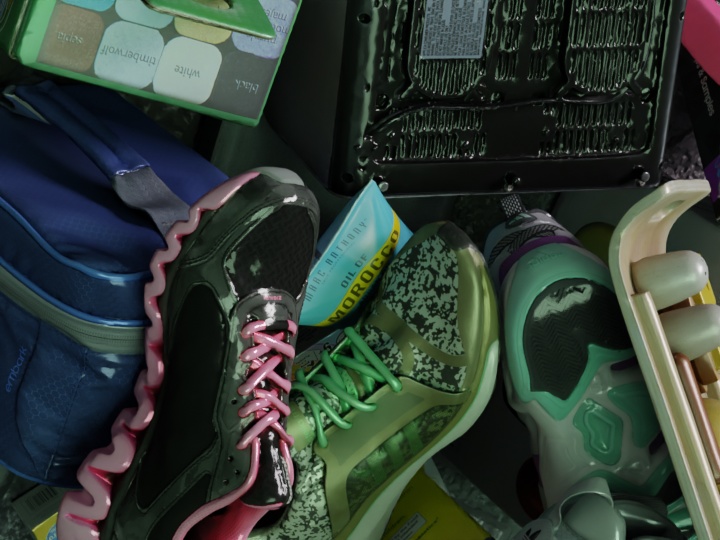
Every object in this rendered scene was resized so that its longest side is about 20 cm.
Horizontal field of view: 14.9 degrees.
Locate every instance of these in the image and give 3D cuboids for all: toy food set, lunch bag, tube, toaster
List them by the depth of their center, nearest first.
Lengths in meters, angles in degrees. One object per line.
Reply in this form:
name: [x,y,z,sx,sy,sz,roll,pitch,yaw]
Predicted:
toy food set: [0.172,0.056,1.230,0.060,0.143,0.200,-18,88,14]
lunch bag: [-0.132,-0.010,1.251,0.136,0.200,0.133,-9,126,-43]
tube: [0.000,0.000,1.288,0.050,0.200,0.078,31,91,12]
toaster: [0.055,-0.139,1.294,0.180,0.119,0.201,-4,112,-25]

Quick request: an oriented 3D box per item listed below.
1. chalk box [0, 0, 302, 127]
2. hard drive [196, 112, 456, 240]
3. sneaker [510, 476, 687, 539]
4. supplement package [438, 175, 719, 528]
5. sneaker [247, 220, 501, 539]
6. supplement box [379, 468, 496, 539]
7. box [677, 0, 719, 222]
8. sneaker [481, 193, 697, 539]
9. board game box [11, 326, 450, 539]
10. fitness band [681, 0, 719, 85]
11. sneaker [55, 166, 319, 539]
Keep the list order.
chalk box: [-0.096,-0.148,1.207,0.125,0.200,0.124,14,103,-30]
hard drive: [-0.001,-0.098,1.372,0.139,0.033,0.200,10,105,-29]
sneaker: [0.125,0.175,1.233,0.200,0.075,0.115,39,99,-29]
supplement package: [0.176,0.069,1.427,0.147,0.200,0.192,20,99,-30]
sneaker: [-0.008,0.065,1.237,0.088,0.077,0.200,0,127,-49]
supplement box: [0.018,0.161,1.343,0.110,0.200,0.109,-46,122,-2]
box: [0.222,-0.088,1.399,0.143,0.200,0.036,20,135,-31]
sneaker: [0.102,0.055,1.301,0.078,0.140,0.200,-15,118,-5]
board game box: [-0.063,0.121,1.427,0.200,0.034,0.135,-33,121,-11]
fitness band: [0.221,-0.139,1.388,0.037,0.144,0.200,-45,171,37]
sneaker: [-0.052,0.057,1.146,0.079,0.095,0.200,4,112,-46]
